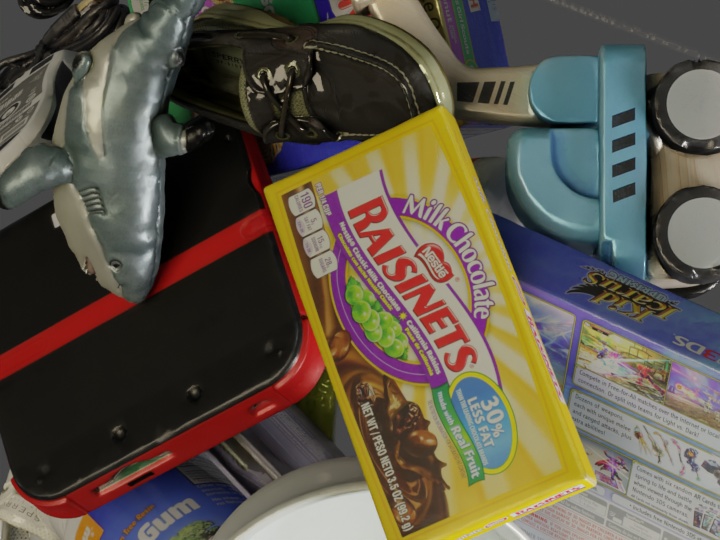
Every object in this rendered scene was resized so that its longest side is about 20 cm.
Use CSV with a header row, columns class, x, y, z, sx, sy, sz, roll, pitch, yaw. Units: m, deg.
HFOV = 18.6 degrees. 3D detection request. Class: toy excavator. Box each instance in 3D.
class,x,y,z,sx,sy,sz,roll,pitch,yaw
toy excavator,0.094,-0.078,1.133,0.199,0.100,0.195,0,84,1

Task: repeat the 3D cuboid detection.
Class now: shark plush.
class,x,y,z,sx,sy,sz,roll,pitch,yaw
shark plush,-0.107,-0.084,1.164,0.083,0.091,0.200,37,107,21

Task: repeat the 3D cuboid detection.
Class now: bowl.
class,x,y,z,sx,sy,sz,roll,pitch,yaw
bowl,-0.003,0.168,1.142,0.200,0.090,0.202,-5,121,-8

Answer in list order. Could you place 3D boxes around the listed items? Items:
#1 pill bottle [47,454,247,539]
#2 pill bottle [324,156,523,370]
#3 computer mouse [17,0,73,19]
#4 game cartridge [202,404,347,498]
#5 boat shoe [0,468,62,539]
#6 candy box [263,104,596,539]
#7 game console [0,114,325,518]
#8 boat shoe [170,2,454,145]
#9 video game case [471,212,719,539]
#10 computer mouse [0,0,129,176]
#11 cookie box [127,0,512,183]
class,x,y,z,sx,sy,sz,roll,pitch,yaw
pill bottle,-0.106,0.170,1.289,0.200,0.112,0.113,32,114,49
pill bottle,0.000,0.000,1.235,0.199,0.109,0.110,-6,94,30
computer mouse,-0.078,-0.167,1.185,0.199,0.110,0.044,0,114,21
game cartridge,-0.074,0.084,1.277,0.200,0.130,0.038,45,97,17
boat shoe,-0.196,0.149,1.388,0.071,0.069,0.201,17,104,29
candy box,0.031,0.029,1.055,0.102,0.026,0.201,-24,71,10
game console,-0.123,0.025,1.212,0.199,0.031,0.177,-28,61,14
boat shoe,-0.037,-0.095,1.150,0.200,0.066,0.072,18,131,45
video game case,0.115,0.081,1.111,0.199,0.045,0.182,25,133,24
computer mouse,-0.188,-0.090,1.289,0.109,0.200,0.044,-33,113,21
cookie box,-0.027,-0.143,1.249,0.199,0.075,0.172,-13,90,29
